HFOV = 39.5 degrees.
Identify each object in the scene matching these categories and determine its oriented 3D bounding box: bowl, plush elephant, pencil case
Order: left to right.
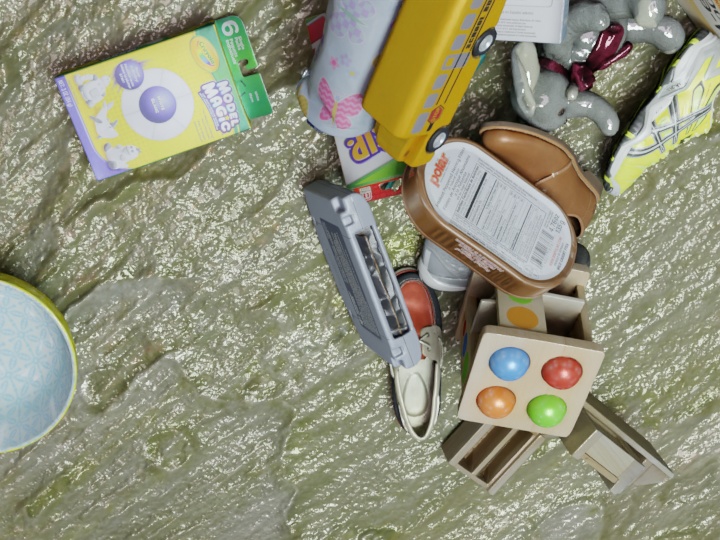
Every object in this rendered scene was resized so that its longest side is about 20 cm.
[{"bbox_3d":[-0.398,0.083,1.078,0.199,0.108,0.202,-2,109,-7],"label":"bowl"},{"bbox_3d":[0.000,-0.223,0.942,0.091,0.083,0.201,43,137,21],"label":"pencil case"},{"bbox_3d":[0.218,-0.206,1.031,0.199,0.165,0.156,13,95,18],"label":"plush elephant"}]

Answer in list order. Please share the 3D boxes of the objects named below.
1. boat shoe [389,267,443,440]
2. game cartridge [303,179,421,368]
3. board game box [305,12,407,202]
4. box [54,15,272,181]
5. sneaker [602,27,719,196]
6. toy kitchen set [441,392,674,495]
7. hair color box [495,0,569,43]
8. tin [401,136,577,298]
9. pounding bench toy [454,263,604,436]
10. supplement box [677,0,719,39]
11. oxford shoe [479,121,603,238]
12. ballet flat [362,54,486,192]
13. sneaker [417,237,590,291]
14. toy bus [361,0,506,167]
[{"bbox_3d":[0.063,0.098,1.166,0.071,0.063,0.201,-3,108,-4],"label":"boat shoe"},{"bbox_3d":[0.000,0.000,1.084,0.041,0.133,0.201,-24,110,-10],"label":"game cartridge"},{"bbox_3d":[0.012,-0.175,1.041,0.095,0.030,0.201,-12,99,21],"label":"board game box"},{"bbox_3d":[-0.200,-0.180,1.043,0.199,0.048,0.118,-20,111,-2],"label":"box"},{"bbox_3d":[0.335,-0.158,1.086,0.076,0.075,0.201,33,116,2],"label":"sneaker"},{"bbox_3d":[0.232,0.232,1.161,0.163,0.200,0.181,37,101,-21],"label":"toy kitchen set"},{"bbox_3d":[0.144,-0.312,0.906,0.098,0.061,0.201,7,111,15],"label":"hair color box"},{"bbox_3d":[0.133,-0.055,1.010,0.199,0.042,0.112,34,58,-12],"label":"tin"},{"bbox_3d":[0.168,0.109,1.082,0.123,0.156,0.201,9,129,-3],"label":"pounding bench toy"},{"bbox_3d":[0.414,-0.259,1.010,0.074,0.200,0.126,-43,108,5],"label":"supplement box"},{"bbox_3d":[0.193,-0.095,1.069,0.200,0.071,0.072,31,70,-38],"label":"oxford shoe"},{"bbox_3d":[0.052,-0.170,1.073,0.069,0.070,0.200,32,103,-16],"label":"ballet flat"},{"bbox_3d":[0.164,-0.034,1.107,0.198,0.075,0.116,-4,133,-5],"label":"sneaker"},{"bbox_3d":[0.061,-0.187,0.905,0.078,0.065,0.201,-21,146,-44],"label":"toy bus"}]
